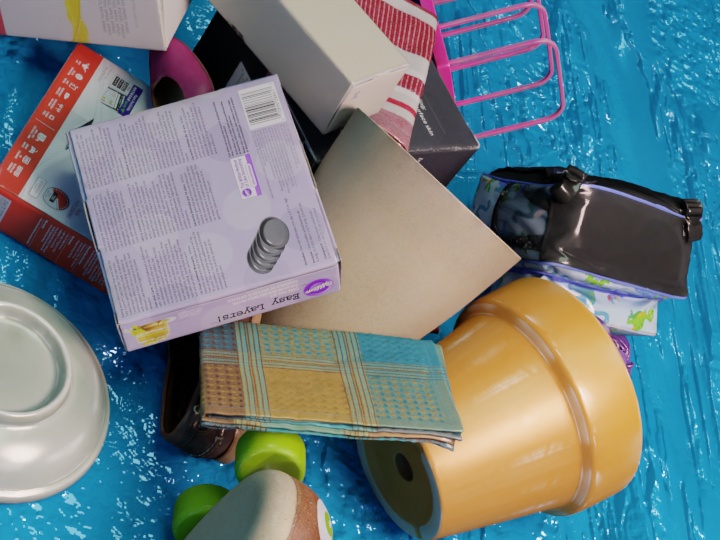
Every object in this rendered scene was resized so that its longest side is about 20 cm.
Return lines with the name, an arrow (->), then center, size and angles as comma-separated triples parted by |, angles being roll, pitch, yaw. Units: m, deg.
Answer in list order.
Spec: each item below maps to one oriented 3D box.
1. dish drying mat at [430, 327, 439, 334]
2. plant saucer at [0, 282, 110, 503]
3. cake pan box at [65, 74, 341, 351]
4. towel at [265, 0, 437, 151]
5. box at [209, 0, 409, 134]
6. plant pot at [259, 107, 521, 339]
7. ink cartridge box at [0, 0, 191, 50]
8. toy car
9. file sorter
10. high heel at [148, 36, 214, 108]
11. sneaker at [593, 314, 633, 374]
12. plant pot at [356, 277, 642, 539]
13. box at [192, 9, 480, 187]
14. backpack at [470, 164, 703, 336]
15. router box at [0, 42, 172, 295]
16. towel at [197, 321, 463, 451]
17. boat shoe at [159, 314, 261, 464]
dish drying mat -> -0.023, 0.005, 1.668 | 0.198, 0.018, 0.077 | 13, 45, -12
plant saucer -> -0.278, 0.079, 1.434 | 0.199, 0.050, 0.202 | 19, 46, -22
cake pan box -> -0.127, -0.052, 1.497 | 0.182, 0.052, 0.201 | -16, 61, -8
towel -> -0.002, -0.204, 1.707 | 0.143, 0.023, 0.201 | 29, 44, -13
box -> -0.055, -0.218, 1.613 | 0.082, 0.069, 0.200 | -23, 68, -43
plant pot -> 0.000, 0.000, 1.570 | 0.187, 0.200, 0.187 | 43, 3, -2
ink cartridge box -> -0.247, -0.275, 1.656 | 0.198, 0.084, 0.146 | 7, 43, 12
toy car -> -0.037, 0.246, 1.405 | 0.199, 0.158, 0.165 | 32, 32, -24
file sorter -> 0.122, -0.250, 1.880 | 0.124, 0.139, 0.202 | -13, 57, 1
high heel -> -0.170, -0.121, 1.589 | 0.095, 0.068, 0.201 | -3, 55, -33
sneaker -> 0.204, 0.075, 1.666 | 0.083, 0.200, 0.081 | -32, 72, -6
plant pot -> 0.103, 0.131, 1.567 | 0.182, 0.201, 0.201 | -23, 69, -27
box -> -0.028, -0.153, 1.746 | 0.199, 0.118, 0.198 | -8, 60, -37
backpack -> 0.193, -0.021, 1.748 | 0.182, 0.200, 0.149 | 12, 94, -28
router box -> -0.210, -0.079, 1.610 | 0.179, 0.049, 0.201 | 31, 44, -10
towel -> -0.027, 0.087, 1.445 | 0.198, 0.022, 0.147 | 5, 27, -8
boat shoe -> -0.124, 0.054, 1.523 | 0.070, 0.070, 0.202 | 23, 54, -34
